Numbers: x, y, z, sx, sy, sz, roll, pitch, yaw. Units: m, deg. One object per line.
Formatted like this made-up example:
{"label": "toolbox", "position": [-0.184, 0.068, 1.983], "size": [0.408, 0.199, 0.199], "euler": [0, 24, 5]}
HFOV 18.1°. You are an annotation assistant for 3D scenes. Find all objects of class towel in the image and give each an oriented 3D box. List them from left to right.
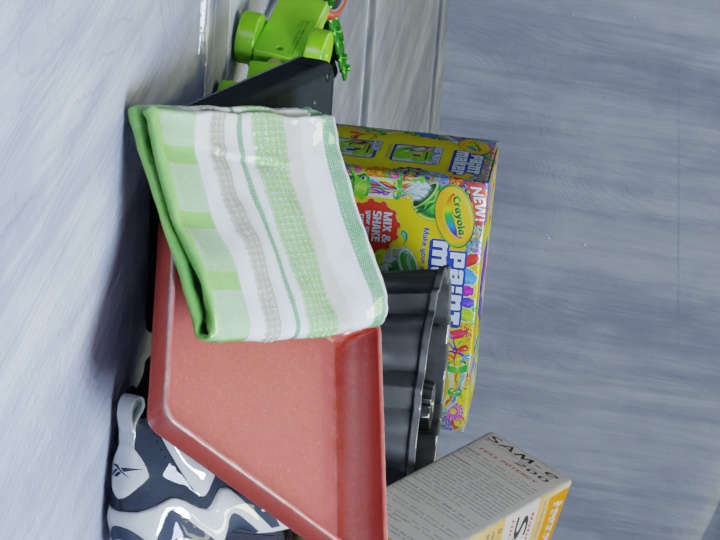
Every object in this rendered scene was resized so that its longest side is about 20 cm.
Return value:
{"label": "towel", "position": [-0.054, -0.031, 1.353], "size": [0.200, 0.031, 0.149], "euler": [-4, 72, -61]}

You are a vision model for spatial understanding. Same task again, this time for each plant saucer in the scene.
{"label": "plant saucer", "position": [-0.059, 0.062, 1.341], "size": [0.200, 0.037, 0.200], "euler": [40, 33, -37]}

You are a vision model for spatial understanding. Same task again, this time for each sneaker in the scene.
{"label": "sneaker", "position": [-0.076, 0.093, 1.395], "size": [0.199, 0.079, 0.130], "euler": [-15, 105, -37]}

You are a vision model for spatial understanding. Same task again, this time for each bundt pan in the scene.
{"label": "bundt pan", "position": [0.015, 0.092, 1.598], "size": [0.202, 0.076, 0.202], "euler": [6, 90, -83]}

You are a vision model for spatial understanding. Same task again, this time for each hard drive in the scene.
{"label": "hard drive", "position": [-0.076, -0.051, 1.461], "size": [0.200, 0.033, 0.140], "euler": [-34, 132, -61]}

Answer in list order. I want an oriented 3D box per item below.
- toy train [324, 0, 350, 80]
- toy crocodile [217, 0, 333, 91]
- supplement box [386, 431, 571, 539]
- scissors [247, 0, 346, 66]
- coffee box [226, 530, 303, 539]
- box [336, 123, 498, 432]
{"label": "toy train", "position": [-0.036, -0.212, 1.930], "size": [0.200, 0.042, 0.057], "euler": [72, 15, -75]}
{"label": "toy crocodile", "position": [-0.063, -0.128, 1.612], "size": [0.062, 0.067, 0.200], "euler": [97, 6, -46]}
{"label": "supplement box", "position": [0.047, 0.200, 1.498], "size": [0.200, 0.073, 0.126], "euler": [-21, 134, -53]}
{"label": "scissors", "position": [-0.046, -0.197, 1.771], "size": [0.073, 0.014, 0.200], "euler": [48, 32, -27]}
{"label": "coffee box", "position": [-0.079, 0.137, 1.588], "size": [0.200, 0.080, 0.115], "euler": [85, 13, -62]}
{"label": "box", "position": [0.000, 0.000, 1.739], "size": [0.122, 0.192, 0.200], "euler": [-69, 164, -71]}
